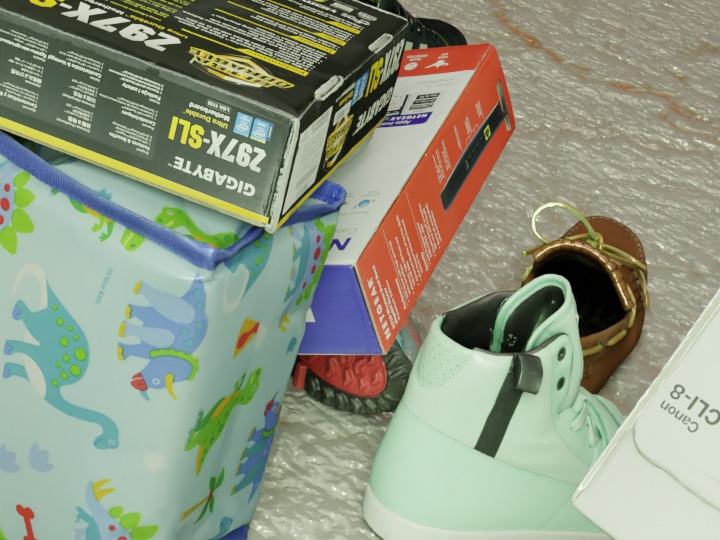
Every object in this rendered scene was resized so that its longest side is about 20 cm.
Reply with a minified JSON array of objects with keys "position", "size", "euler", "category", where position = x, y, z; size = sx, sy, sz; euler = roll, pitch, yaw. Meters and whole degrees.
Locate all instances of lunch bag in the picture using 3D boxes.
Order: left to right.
[{"position":[-0.126,0.013,0.721],"size":[0.199,0.171,0.127],"euler":[25,23,20],"category":"lunch bag"}]

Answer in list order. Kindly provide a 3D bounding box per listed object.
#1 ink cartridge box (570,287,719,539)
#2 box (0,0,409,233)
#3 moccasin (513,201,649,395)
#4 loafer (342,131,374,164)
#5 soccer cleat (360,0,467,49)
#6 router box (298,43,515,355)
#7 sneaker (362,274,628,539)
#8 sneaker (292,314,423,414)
[{"position":[0.200,0.093,0.691],"size":[0.145,0.145,0.200],"euler":[35,-1,30],"category":"ink cartridge box"},{"position":[-0.095,-0.092,0.701],"size":[0.199,0.050,0.160],"euler":[21,26,8],"category":"box"},{"position":[0.112,0.013,0.953],"size":[0.073,0.078,0.201],"euler":[25,28,16],"category":"moccasin"},{"position":[-0.095,-0.067,0.814],"size":[0.198,0.063,0.072],"euler":[-7,34,19],"category":"loafer"},{"position":[0.014,-0.153,1.203],"size":[0.067,0.082,0.199],"euler":[32,31,27],"category":"soccer cleat"},{"position":[-0.048,-0.035,0.848],"size":[0.199,0.049,0.180],"euler":[-1,35,27],"category":"router box"},{"position":[0.103,0.062,0.813],"size":[0.199,0.119,0.074],"euler":[-1,30,-33],"category":"sneaker"},{"position":[0.000,0.000,0.916],"size":[0.095,0.080,0.200],"euler":[3,30,-28],"category":"sneaker"}]
